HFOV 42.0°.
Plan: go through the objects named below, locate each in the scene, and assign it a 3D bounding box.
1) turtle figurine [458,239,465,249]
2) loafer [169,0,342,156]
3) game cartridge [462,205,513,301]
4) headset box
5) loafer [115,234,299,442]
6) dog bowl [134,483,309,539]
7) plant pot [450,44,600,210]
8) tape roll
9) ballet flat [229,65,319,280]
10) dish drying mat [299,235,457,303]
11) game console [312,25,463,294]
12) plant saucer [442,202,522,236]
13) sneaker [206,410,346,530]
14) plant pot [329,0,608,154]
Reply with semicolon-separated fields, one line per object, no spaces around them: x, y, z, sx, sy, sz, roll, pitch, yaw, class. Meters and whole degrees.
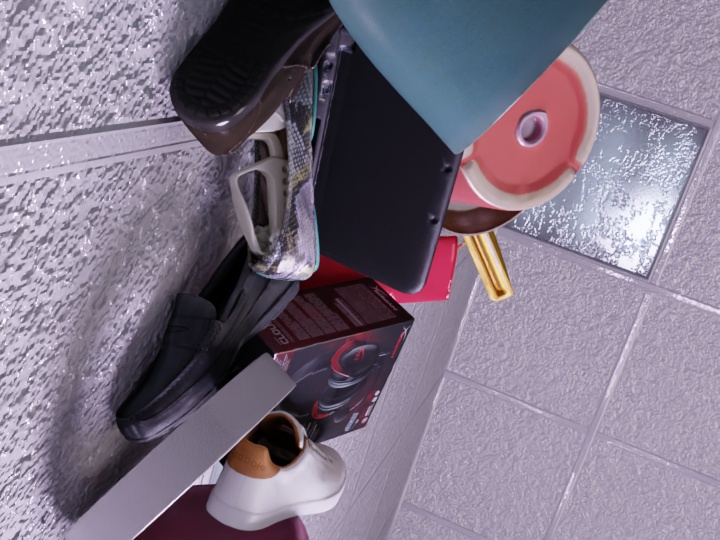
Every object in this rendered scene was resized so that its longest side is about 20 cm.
0.023;-0.036;1.148;0.161;0.200;0.064;-55;-144;15;turtle figurine
-0.065;-0.159;0.660;0.200;0.073;0.071;-53;167;-27;loafer
0.130;-0.086;1.145;0.200;0.032;0.177;-98;163;-56;game cartridge
-0.062;0.097;0.885;0.200;0.075;0.149;-10;132;-45;headset box
-0.128;0.048;0.746;0.201;0.068;0.070;-51;121;-30;loafer
-0.127;0.250;0.778;0.200;0.200;0.074;-39;136;-66;dog bowl
0.097;-0.144;0.813;0.200;0.177;0.201;-11;116;-25;plant pot
-0.134;0.142;0.708;0.203;0.037;0.203;-42;179;-1;tape roll
-0.068;-0.090;0.722;0.072;0.072;0.201;-24;113;-73;ballet flat
0.000;0.000;0.945;0.018;0.199;0.077;-116;-150;-55;dish drying mat
0.008;-0.111;0.784;0.176;0.116;0.200;-99;-161;-57;game console
0.129;-0.134;0.977;0.200;0.034;0.201;-17;125;-26;plant saucer
-0.055;0.163;0.816;0.200;0.073;0.085;3;107;-70;sneaker
0.066;-0.200;0.575;0.201;0.161;0.201;-48;-175;6;plant pot
